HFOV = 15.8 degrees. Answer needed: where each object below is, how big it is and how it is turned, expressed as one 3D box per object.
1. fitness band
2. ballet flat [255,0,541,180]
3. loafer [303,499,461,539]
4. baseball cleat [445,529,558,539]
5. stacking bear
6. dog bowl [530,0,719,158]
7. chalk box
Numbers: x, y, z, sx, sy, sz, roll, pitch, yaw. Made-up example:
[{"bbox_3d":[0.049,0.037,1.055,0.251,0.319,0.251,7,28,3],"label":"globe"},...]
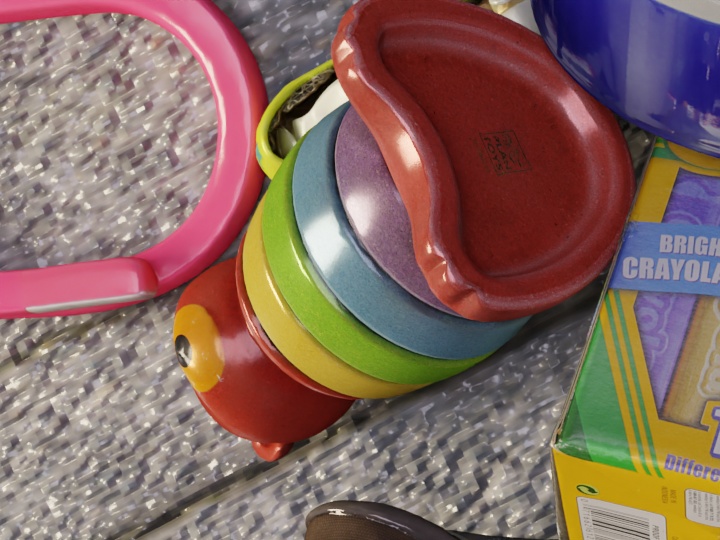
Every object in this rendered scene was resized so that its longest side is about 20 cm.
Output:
[{"bbox_3d":[-0.134,-0.053,1.066,0.199,0.037,0.144,-4,83,14],"label":"fitness band"},{"bbox_3d":[0.047,-0.080,0.999,0.199,0.067,0.067,-24,80,12],"label":"ballet flat"},{"bbox_3d":[0.036,0.172,0.943,0.073,0.071,0.200,-20,109,51],"label":"loafer"},{"bbox_3d":[0.122,0.117,0.976,0.199,0.070,0.107,20,76,14],"label":"baseball cleat"},{"bbox_3d":[0.000,0.000,0.963,0.200,0.113,0.122,-40,67,45],"label":"stacking bear"},{"bbox_3d":[0.158,-0.125,0.907,0.199,0.200,0.079,15,133,16],"label":"dog bowl"},{"bbox_3d":[0.156,0.017,0.917,0.123,0.125,0.201,15,63,16],"label":"chalk box"}]
